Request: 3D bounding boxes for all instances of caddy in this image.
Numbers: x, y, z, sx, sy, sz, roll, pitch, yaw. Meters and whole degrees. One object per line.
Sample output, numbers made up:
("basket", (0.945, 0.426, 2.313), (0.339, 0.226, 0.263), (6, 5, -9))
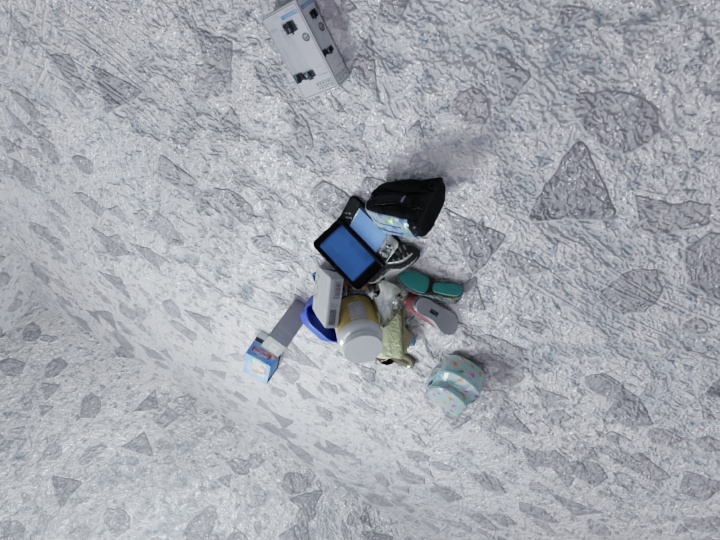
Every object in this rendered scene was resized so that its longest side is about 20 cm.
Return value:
("caddy", (-0.116, 0.168, 1.814), (0.200, 0.142, 0.105), (42, 153, -13))

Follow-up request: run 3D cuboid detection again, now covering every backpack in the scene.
("backpack", (0.106, -0.160, 1.308), (0.199, 0.164, 0.154), (16, 155, 30))
("backpack", (0.327, 0.392, 1.754), (0.175, 0.153, 0.200), (35, 136, 5))

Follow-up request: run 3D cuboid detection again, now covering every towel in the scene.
("towel", (0.086, 0.193, 1.700), (0.148, 0.202, 0.036), (-7, 173, 38))

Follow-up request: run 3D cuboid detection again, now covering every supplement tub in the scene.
("supplement tub", (-0.010, 0.179, 1.621), (0.144, 0.201, 0.146), (-7, 130, -8))

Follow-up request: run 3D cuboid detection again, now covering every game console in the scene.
("game console", (-0.013, -0.079, 1.468), (0.200, 0.116, 0.176), (46, 143, 8))

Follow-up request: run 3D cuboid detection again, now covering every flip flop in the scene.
("flip flop", (0.105, 0.327, 1.909), (0.199, 0.058, 0.081), (20, 141, 16))

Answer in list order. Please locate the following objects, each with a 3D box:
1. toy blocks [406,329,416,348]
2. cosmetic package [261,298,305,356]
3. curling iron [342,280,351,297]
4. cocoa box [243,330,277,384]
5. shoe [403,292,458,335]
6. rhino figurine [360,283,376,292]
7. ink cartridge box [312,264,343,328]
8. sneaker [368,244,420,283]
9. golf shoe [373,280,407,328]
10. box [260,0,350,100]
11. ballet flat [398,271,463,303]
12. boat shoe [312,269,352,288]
("toy blocks", (0.114, 0.249, 1.806), (0.199, 0.100, 0.137), (-6, 140, 40))
("cosmetic package", (-0.279, 0.218, 1.946), (0.090, 0.201, 0.107), (35, 140, -7))
("curling iron", (-0.062, -0.013, 1.602), (0.050, 0.025, 0.202), (179, 78, -68))
("cocoa box", (-0.436, 0.397, 2.303), (0.133, 0.132, 0.200), (28, 142, 5))
("shoe", (0.221, 0.132, 1.616), (0.200, 0.072, 0.091), (35, 175, -30))
("rhino figurine", (0.000, 0.000, 1.603), (0.059, 0.088, 0.201), (-4, 129, 38))
("ink cartridge box", (-0.108, 0.078, 1.641), (0.047, 0.200, 0.161), (3, 102, -17))
("sneaker", (0.102, -0.021, 1.539), (0.199, 0.080, 0.074), (-27, 71, 36))
("golf shoe", (0.081, 0.100, 1.596), (0.097, 0.078, 0.201), (36, 143, 15))
("box", (-0.122, -0.506, 1.162), (0.116, 0.060, 0.201), (-3, 130, 38))
("ballet flat", (0.209, 0.057, 1.534), (0.199, 0.074, 0.075), (18, 140, 17))
("boat shoe", (-0.074, 0.038, 1.712), (0.199, 0.084, 0.069), (12, 121, 45))
